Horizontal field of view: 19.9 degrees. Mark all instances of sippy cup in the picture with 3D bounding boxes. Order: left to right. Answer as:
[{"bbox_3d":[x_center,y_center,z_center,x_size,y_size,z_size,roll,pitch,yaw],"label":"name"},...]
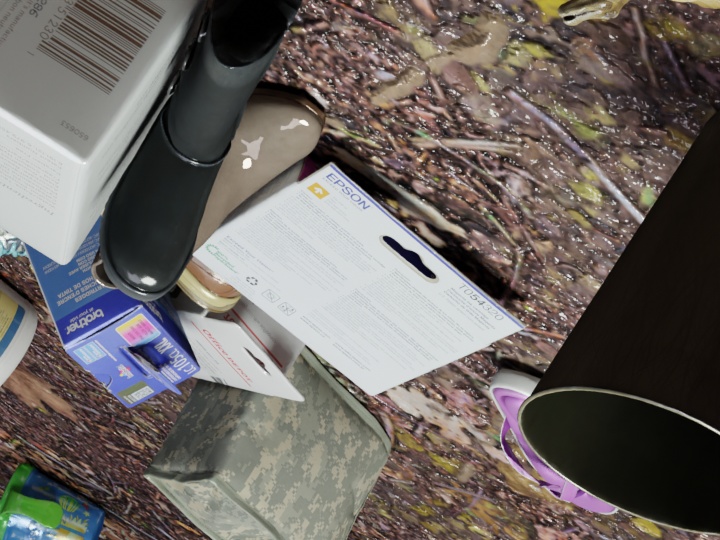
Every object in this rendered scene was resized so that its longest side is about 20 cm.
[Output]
[{"bbox_3d":[-0.410,0.338,2.704,0.129,0.141,0.178,20,-164,1],"label":"sippy cup"}]

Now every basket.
[{"bbox_3d":[0.197,0.022,1.117,0.136,0.201,0.180,38,158,-17],"label":"basket"}]

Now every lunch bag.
[{"bbox_3d":[-0.071,0.176,1.847,0.117,0.165,0.200,-2,140,45],"label":"lunch bag"}]

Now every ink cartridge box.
[{"bbox_3d":[-0.203,0.018,1.650,0.201,0.076,0.137,66,-175,28],"label":"ink cartridge box"},{"bbox_3d":[-0.126,0.041,1.765,0.199,0.067,0.116,10,148,44],"label":"ink cartridge box"},{"bbox_3d":[0.000,0.000,1.530,0.196,0.044,0.199,40,142,-19],"label":"ink cartridge box"}]

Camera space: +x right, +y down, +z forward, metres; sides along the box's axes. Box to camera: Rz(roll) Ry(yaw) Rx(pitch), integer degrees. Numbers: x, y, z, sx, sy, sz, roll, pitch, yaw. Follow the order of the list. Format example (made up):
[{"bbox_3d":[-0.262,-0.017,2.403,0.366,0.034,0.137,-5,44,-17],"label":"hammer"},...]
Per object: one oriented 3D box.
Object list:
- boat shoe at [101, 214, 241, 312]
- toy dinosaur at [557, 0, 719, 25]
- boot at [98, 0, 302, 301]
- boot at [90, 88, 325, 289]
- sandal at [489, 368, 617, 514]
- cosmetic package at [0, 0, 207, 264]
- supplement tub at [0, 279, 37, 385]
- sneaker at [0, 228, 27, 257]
[{"bbox_3d":[-0.152,-0.057,1.611,0.200,0.072,0.067,44,123,-11],"label":"boat shoe"},{"bbox_3d":[0.161,-0.152,1.021,0.101,0.059,0.199,29,172,-36],"label":"toy dinosaur"},{"bbox_3d":[-0.099,-0.090,1.301,0.065,0.166,0.200,21,151,-14],"label":"boot"},{"bbox_3d":[-0.113,-0.047,1.456,0.070,0.147,0.200,41,156,-18],"label":"boot"},{"bbox_3d":[0.147,0.149,1.653,0.082,0.050,0.203,13,151,40],"label":"sandal"},{"bbox_3d":[-0.216,-0.139,1.371,0.165,0.168,0.200,31,158,-1],"label":"cosmetic package"},{"bbox_3d":[-0.443,0.038,2.076,0.200,0.145,0.144,41,157,-21],"label":"supplement tub"},{"bbox_3d":[-0.307,-0.038,1.814,0.199,0.087,0.078,37,159,-11],"label":"sneaker"}]
